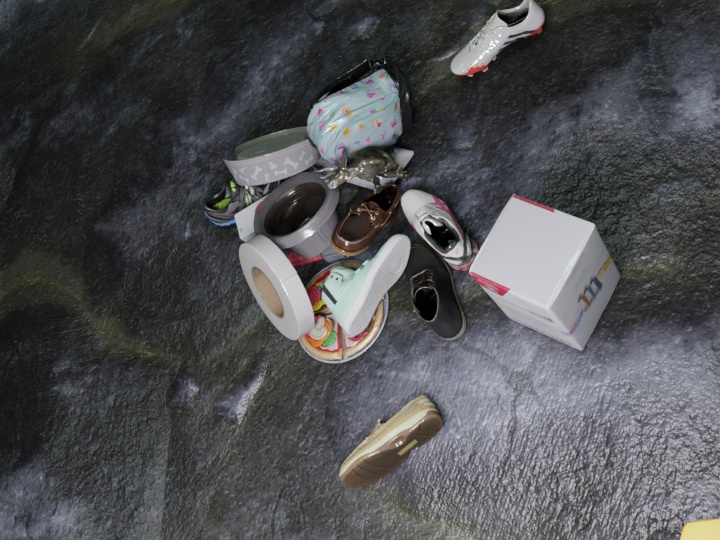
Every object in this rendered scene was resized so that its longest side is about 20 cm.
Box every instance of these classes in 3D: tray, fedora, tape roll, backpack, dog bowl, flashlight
[{"bbox_3d":[-0.002,-0.220,1.667,0.199,0.022,0.108,20,66,35],"label":"tray"},{"bbox_3d":[-0.101,-0.090,1.575,0.177,0.090,0.200,-47,34,-11],"label":"fedora"},{"bbox_3d":[-0.153,0.032,1.540,0.037,0.204,0.203,-30,51,-21],"label":"tape roll"},{"bbox_3d":[0.000,-0.284,1.589,0.199,0.167,0.127,-27,52,-12],"label":"backpack"},{"bbox_3d":[-0.170,-0.225,1.679,0.199,0.059,0.200,-15,20,6],"label":"dog bowl"},{"bbox_3d":[-0.117,-0.021,1.637,0.199,0.068,0.068,-14,89,23],"label":"flashlight"}]

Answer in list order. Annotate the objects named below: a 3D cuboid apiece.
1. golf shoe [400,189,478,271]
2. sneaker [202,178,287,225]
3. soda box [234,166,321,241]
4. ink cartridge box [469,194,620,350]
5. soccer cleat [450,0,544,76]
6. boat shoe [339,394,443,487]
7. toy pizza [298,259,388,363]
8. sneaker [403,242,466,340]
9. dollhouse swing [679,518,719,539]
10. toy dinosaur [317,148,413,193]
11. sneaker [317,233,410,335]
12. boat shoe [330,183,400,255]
[{"bbox_3d":[0.131,-0.087,1.506,0.073,0.092,0.200,-45,53,6],"label":"golf shoe"},{"bbox_3d":[-0.237,-0.157,1.752,0.199,0.083,0.071,-25,58,15],"label":"sneaker"},{"bbox_3d":[-0.150,-0.121,1.696,0.199,0.068,0.064,-30,58,16],"label":"soda box"},{"bbox_3d":[0.289,0.007,1.309,0.145,0.200,0.145,25,80,34],"label":"ink cartridge box"},{"bbox_3d":[0.250,-0.439,1.591,0.199,0.085,0.069,-28,58,17],"label":"soccer cleat"},{"bbox_3d":[0.044,0.282,1.420,0.199,0.072,0.076,-35,42,4],"label":"boat shoe"},{"bbox_3d":[-0.041,0.072,1.572,0.199,0.032,0.201,-12,64,25],"label":"toy pizza"},{"bbox_3d":[0.114,0.018,1.460,0.075,0.106,0.201,-34,57,13],"label":"sneaker"},{"bbox_3d":[0.393,0.380,1.086,0.175,0.200,0.183,10,74,33],"label":"dollhouse swing"},{"bbox_3d":[0.029,-0.194,1.547,0.102,0.199,0.077,39,131,28],"label":"toy dinosaur"},{"bbox_3d":[0.000,0.000,1.499,0.118,0.074,0.201,43,107,37],"label":"sneaker"},{"bbox_3d":[0.012,-0.097,1.521,0.070,0.200,0.071,32,129,8],"label":"boat shoe"}]
